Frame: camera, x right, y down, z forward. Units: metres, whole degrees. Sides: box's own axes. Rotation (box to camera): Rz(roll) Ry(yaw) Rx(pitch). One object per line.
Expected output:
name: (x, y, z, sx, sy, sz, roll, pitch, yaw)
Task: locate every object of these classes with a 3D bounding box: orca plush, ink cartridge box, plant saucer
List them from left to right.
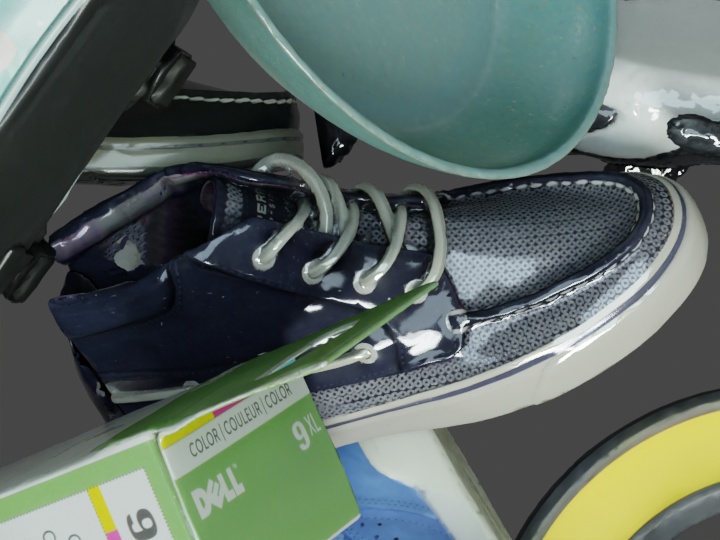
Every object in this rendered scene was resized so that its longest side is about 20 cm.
ink cartridge box: (-0.066, 0.074, 0.816, 0.200, 0.104, 0.059, -23, 92, 23)
plant saucer: (0.000, -0.115, 0.831, 0.036, 0.200, 0.200, -25, 89, 37)
orca plush: (0.083, -0.041, 0.913, 0.200, 0.105, 0.071, -7, 125, -17)

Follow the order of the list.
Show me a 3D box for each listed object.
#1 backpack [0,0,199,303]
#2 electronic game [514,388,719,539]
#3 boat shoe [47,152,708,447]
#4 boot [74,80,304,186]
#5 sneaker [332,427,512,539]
backpack: (-0.171, -0.088, 0.808, 0.200, 0.151, 0.178, 39, 100, 20)
electronic game: (0.138, 0.136, 0.925, 0.200, 0.042, 0.200, 0, 88, -2)
boat shoe: (0.000, 0.000, 0.862, 0.200, 0.075, 0.093, -22, 134, 12)
boot: (-0.114, -0.106, 0.904, 0.204, 0.073, 0.154, 5, 89, 4)
sneaker: (0.009, 0.129, 0.874, 0.111, 0.077, 0.200, -34, 55, 3)
